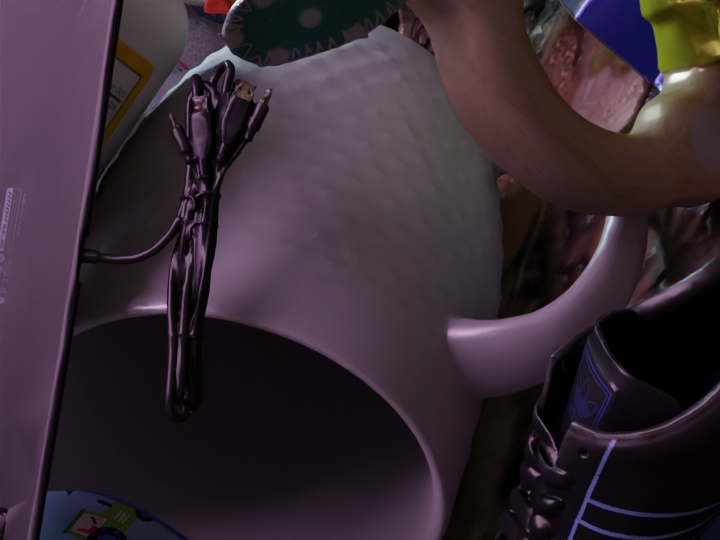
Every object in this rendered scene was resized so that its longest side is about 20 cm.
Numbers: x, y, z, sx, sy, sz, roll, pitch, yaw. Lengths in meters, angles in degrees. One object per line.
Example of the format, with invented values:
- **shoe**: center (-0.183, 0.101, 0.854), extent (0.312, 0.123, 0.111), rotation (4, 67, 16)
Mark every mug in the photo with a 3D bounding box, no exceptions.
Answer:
- **mug**: center (0.000, 0.000, 0.864), extent (0.199, 0.148, 0.176), rotation (-7, 42, 24)

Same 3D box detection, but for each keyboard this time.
- **keyboard**: center (-0.093, -0.005, 0.771), extent (0.126, 0.021, 0.202), rotation (7, 84, 17)

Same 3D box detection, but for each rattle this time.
- **rattle**: center (0.069, -0.091, 0.755), extent (0.143, 0.199, 0.131), rotation (11, 79, 55)

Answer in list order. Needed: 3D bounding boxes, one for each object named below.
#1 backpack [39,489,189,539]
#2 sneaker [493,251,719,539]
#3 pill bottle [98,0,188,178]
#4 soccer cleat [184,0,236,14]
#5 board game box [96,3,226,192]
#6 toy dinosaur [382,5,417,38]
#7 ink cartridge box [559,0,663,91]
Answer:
- **backpack**: center (-0.109, 0.178, 0.800), extent (0.200, 0.183, 0.134), rotation (-42, -3, 22)
- **sneaker**: center (0.070, 0.062, 0.735), extent (0.200, 0.078, 0.070), rotation (-48, 30, 20)
- **pill bottle**: center (-0.126, -0.063, 0.848), extent (0.201, 0.104, 0.104), rotation (-56, 28, -2)
- **soccer cleat**: center (-0.014, -0.144, 0.959), extent (0.199, 0.070, 0.078), rotation (-6, 37, 19)
- **board game box**: center (-0.112, -0.020, 1.028), extent (0.201, 0.043, 0.199), rotation (-57, -2, 24)
- **toy dinosaur**: center (-0.022, -0.053, 1.045), extent (0.201, 0.058, 0.101), rotation (-57, 12, -10)
- **ink cartridge box**: center (0.103, -0.140, 0.925), extent (0.100, 0.039, 0.200), rotation (-51, 29, 14)
